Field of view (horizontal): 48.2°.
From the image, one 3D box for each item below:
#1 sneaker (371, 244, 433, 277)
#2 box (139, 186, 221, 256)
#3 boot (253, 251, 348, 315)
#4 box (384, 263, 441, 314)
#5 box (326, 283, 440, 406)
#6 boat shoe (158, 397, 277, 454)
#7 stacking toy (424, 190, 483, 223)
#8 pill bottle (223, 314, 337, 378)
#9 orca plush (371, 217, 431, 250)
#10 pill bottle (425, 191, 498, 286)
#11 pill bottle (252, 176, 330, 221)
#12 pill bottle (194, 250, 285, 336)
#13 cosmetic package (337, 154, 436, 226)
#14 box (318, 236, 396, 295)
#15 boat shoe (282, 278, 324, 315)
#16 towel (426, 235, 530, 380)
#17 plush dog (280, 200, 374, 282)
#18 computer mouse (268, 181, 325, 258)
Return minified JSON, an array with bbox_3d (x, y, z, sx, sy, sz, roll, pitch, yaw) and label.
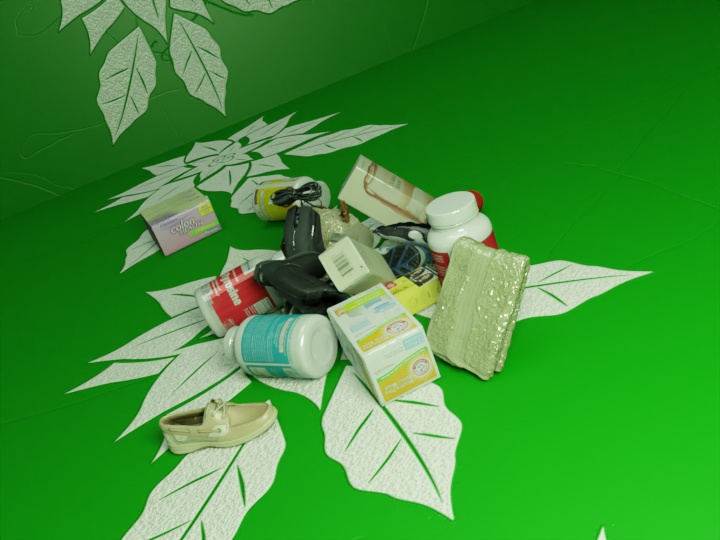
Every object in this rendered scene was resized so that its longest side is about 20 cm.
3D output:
[{"bbox_3d":[0.060,-0.012,1.635,0.200,0.076,0.077,-3,-1,42],"label":"sneaker"},{"bbox_3d":[-0.514,-0.143,2.294,0.176,0.097,0.200,-28,25,-15],"label":"box"},{"bbox_3d":[-0.085,0.022,1.502,0.164,0.066,0.200,-14,20,-31],"label":"boot"},{"bbox_3d":[0.060,0.060,1.492,0.200,0.050,0.075,-27,26,-12],"label":"box"},{"bbox_3d":[0.035,0.118,1.332,0.112,0.102,0.200,-25,25,-8],"label":"box"},{"bbox_3d":[-0.236,0.247,1.324,0.199,0.065,0.072,-15,25,14],"label":"boat shoe"},{"bbox_3d":[0.207,-0.118,1.712,0.085,0.086,0.200,-4,26,32],"label":"stacking toy"},{"bbox_3d":[-0.148,0.133,1.433,0.199,0.111,0.111,-2,31,34],"label":"pill bottle"},{"bbox_3d":[0.129,-0.078,1.627,0.199,0.105,0.071,13,74,32],"label":"orca plush"},{"bbox_3d":[0.180,-0.027,1.379,0.112,0.201,0.112,-17,25,8],"label":"pill bottle"},{"bbox_3d":[-0.179,-0.187,2.108,0.199,0.110,0.109,-1,31,36],"label":"pill bottle"},{"bbox_3d":[-0.230,0.043,1.658,0.200,0.112,0.112,-29,25,-4],"label":"pill bottle"},{"bbox_3d":[0.061,-0.155,1.738,0.087,0.200,0.103,-58,8,23],"label":"cosmetic package"},{"bbox_3d":[0.000,0.000,1.493,0.068,0.082,0.200,-35,-17,11],"label":"box"},{"bbox_3d":[-0.119,0.075,1.576,0.060,0.074,0.200,-11,24,20],"label":"boat shoe"},{"bbox_3d":[0.180,0.056,1.257,0.148,0.201,0.036,21,6,40],"label":"towel"},{"bbox_3d":[-0.088,-0.085,1.751,0.171,0.161,0.200,11,39,31],"label":"plush dog"},{"bbox_3d":[-0.128,-0.075,1.656,0.138,0.201,0.053,-7,6,39],"label":"computer mouse"}]
